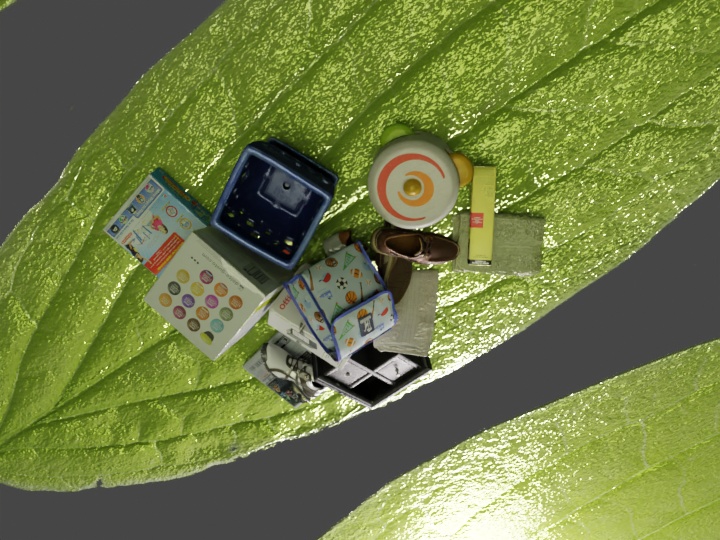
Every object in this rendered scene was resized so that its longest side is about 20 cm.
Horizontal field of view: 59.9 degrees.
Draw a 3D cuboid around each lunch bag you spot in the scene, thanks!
[{"bbox_3d":[-0.032,0.066,1.300,0.200,0.170,0.124,62,153,-1],"label":"lunch bag"}]

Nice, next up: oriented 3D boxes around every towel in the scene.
[{"bbox_3d":[0.103,0.089,1.410,0.132,0.034,0.200,6,80,5],"label":"towel"},{"bbox_3d":[0.297,-0.059,1.364,0.200,0.036,0.149,3,115,9],"label":"towel"}]

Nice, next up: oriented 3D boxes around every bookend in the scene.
[{"bbox_3d":[0.026,0.210,1.463,0.200,0.092,0.199,-37,129,24],"label":"bookend"}]

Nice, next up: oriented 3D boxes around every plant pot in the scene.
[{"bbox_3d":[-0.167,-0.154,1.308,0.200,0.180,0.200,30,116,-6],"label":"plant pot"}]

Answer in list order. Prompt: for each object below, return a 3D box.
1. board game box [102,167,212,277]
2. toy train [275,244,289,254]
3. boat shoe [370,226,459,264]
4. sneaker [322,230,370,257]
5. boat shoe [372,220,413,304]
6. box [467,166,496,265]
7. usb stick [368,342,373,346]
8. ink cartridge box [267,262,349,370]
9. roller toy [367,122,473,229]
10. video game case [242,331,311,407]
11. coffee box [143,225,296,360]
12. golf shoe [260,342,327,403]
[{"bbox_3d":[-0.457,-0.099,1.448,0.196,0.056,0.200,44,114,-13],"label":"board game box"},{"bbox_3d":[-0.239,-0.008,1.465,0.200,0.056,0.150,1,103,12],"label":"toy train"},{"bbox_3d":[0.122,-0.047,1.314,0.200,0.068,0.072,8,96,-19],"label":"boat shoe"},{"bbox_3d":[0.000,0.000,1.416,0.085,0.073,0.200,-27,108,22],"label":"sneaker"},{"bbox_3d":[0.067,-0.024,1.383,0.072,0.072,0.200,-5,104,-38],"label":"boat shoe"},{"bbox_3d":[0.250,-0.112,1.290,0.050,0.075,0.200,3,97,8],"label":"box"},{"bbox_3d":[-0.012,0.103,1.482,0.055,0.033,0.200,-19,117,28],"label":"usb stick"},{"bbox_3d":[-0.084,0.100,1.384,0.200,0.146,0.084,32,151,4],"label":"ink cartridge box"},{"bbox_3d":[0.110,-0.182,1.269,0.200,0.140,0.183,23,113,-3],"label":"roller toy"},{"bbox_3d":[-0.175,0.245,1.573,0.182,0.023,0.200,40,125,-11],"label":"video game case"},{"bbox_3d":[-0.297,0.035,1.354,0.200,0.200,0.198,41,108,1],"label":"coffee box"},{"bbox_3d":[-0.154,0.232,1.503,0.094,0.078,0.200,-26,123,27],"label":"golf shoe"}]
